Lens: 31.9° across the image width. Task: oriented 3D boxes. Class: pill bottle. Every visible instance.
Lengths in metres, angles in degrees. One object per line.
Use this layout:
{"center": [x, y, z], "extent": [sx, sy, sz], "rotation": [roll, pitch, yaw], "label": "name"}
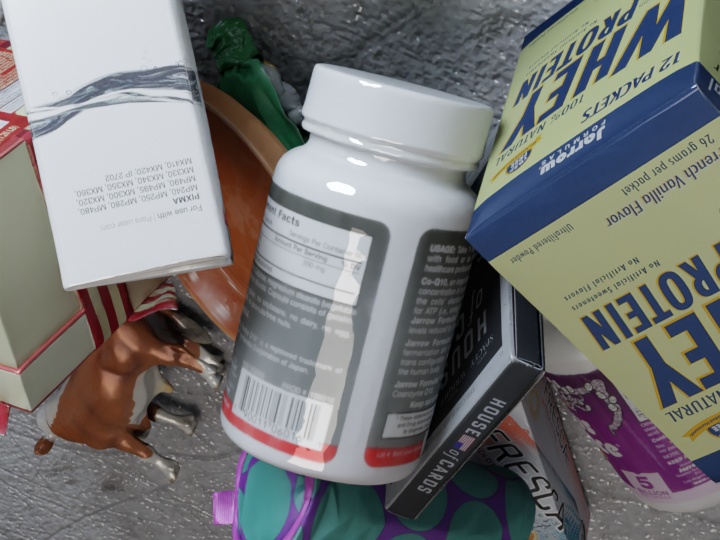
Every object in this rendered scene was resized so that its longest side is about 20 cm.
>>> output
{"center": [0.000, 0.000, 0.666], "extent": [0.114, 0.114, 0.201], "rotation": [15, 101, 6], "label": "pill bottle"}
{"center": [0.169, 0.048, 0.785], "extent": [0.112, 0.112, 0.200], "rotation": [-24, 117, 32], "label": "pill bottle"}

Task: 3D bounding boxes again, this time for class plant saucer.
{"center": [-0.078, -0.031, 0.800], "extent": [0.200, 0.032, 0.201], "rotation": [36, 144, 31], "label": "plant saucer"}

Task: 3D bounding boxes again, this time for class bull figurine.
{"center": [-0.180, 0.096, 0.970], "extent": [0.121, 0.065, 0.200], "rotation": [23, 133, -7], "label": "bull figurine"}

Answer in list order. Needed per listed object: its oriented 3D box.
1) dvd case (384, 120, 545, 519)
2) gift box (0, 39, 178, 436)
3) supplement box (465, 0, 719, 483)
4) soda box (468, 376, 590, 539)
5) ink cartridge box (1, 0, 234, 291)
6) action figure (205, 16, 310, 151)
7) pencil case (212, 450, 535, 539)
{"center": [0.060, 0.025, 0.744], "extent": [0.025, 0.200, 0.150], "rotation": [21, 132, -14], "label": "dvd case"}
{"center": [-0.227, -0.021, 0.791], "extent": [0.200, 0.185, 0.187], "rotation": [18, 133, 28], "label": "gift box"}
{"center": [0.182, -0.042, 0.649], "extent": [0.200, 0.200, 0.134], "rotation": [43, 128, -18], "label": "supplement box"}
{"center": [0.110, 0.131, 0.899], "extent": [0.063, 0.068, 0.200], "rotation": [-7, 124, 23], "label": "soda box"}
{"center": [-0.126, -0.093, 0.655], "extent": [0.084, 0.145, 0.201], "rotation": [-12, 91, -5], "label": "ink cartridge box"}
{"center": [-0.037, -0.067, 0.785], "extent": [0.118, 0.055, 0.200], "rotation": [-5, 119, 60], "label": "action figure"}
{"center": [0.015, 0.151, 0.788], "extent": [0.200, 0.085, 0.092], "rotation": [18, 155, -38], "label": "pencil case"}
